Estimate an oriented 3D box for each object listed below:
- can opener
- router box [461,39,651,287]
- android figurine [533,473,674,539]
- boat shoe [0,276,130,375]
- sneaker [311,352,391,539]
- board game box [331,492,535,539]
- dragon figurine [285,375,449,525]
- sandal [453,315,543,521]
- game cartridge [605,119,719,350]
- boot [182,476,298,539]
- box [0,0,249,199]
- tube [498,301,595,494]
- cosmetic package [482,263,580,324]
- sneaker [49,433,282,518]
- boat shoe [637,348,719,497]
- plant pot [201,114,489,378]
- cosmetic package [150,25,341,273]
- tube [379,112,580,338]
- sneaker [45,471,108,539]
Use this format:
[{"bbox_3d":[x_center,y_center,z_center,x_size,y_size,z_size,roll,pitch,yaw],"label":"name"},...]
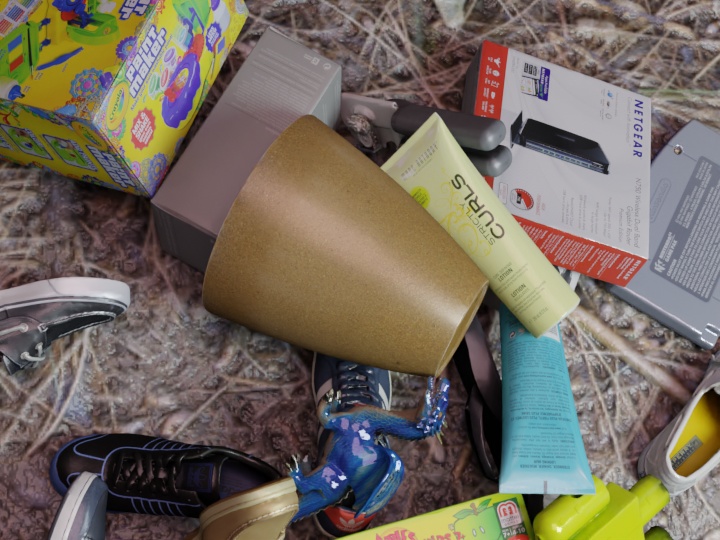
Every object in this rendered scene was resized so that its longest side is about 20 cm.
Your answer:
[{"bbox_3d":[0.056,-0.129,1.227,0.066,0.199,0.053,-39,127,-26],"label":"can opener"},{"bbox_3d":[0.178,-0.101,1.277,0.177,0.049,0.202,17,53,-10],"label":"router box"},{"bbox_3d":[0.183,0.259,1.142,0.199,0.183,0.041,-35,38,-23],"label":"android figurine"},{"bbox_3d":[-0.288,0.053,1.153,0.197,0.072,0.069,-9,72,-11],"label":"boat shoe"},{"bbox_3d":[-0.003,0.125,1.181,0.074,0.085,0.203,3,72,-10],"label":"sneaker"},{"bbox_3d":[0.034,0.235,1.144,0.198,0.102,0.048,-13,75,-15],"label":"board game box"},{"bbox_3d":[-0.002,0.161,1.095,0.099,0.059,0.201,29,88,14],"label":"dragon figurine"},{"bbox_3d":[0.108,0.131,1.213,0.042,0.076,0.202,-16,66,-13],"label":"sandal"},{"bbox_3d":[0.317,-0.040,1.327,0.133,0.040,0.201,32,69,-4],"label":"game cartridge"},{"bbox_3d":[-0.079,0.257,1.055,0.072,0.200,0.157,-8,64,-33],"label":"boot"},{"bbox_3d":[-0.233,-0.194,1.179,0.191,0.122,0.202,15,67,25],"label":"box"},{"bbox_3d":[0.149,0.104,1.161,0.076,0.051,0.201,-3,45,4],"label":"tube"},{"bbox_3d":[0.105,-0.026,1.271,0.198,0.051,0.083,26,68,-3],"label":"cosmetic package"},{"bbox_3d":[-0.157,0.168,1.139,0.197,0.078,0.071,8,71,-9],"label":"sneaker"},{"bbox_3d":[0.333,0.119,1.251,0.202,0.086,0.075,-41,84,-20],"label":"boat shoe"},{"bbox_3d":[0.000,0.000,1.152,0.199,0.187,0.187,29,69,9],"label":"plant pot"},{"bbox_3d":[-0.097,-0.098,1.219,0.090,0.107,0.201,30,67,10],"label":"cosmetic package"},{"bbox_3d":[0.101,-0.033,1.167,0.058,0.052,0.200,-39,86,-13],"label":"tube"},{"bbox_3d":[-0.184,0.270,1.089,0.144,0.077,0.205,10,84,3],"label":"sneaker"}]
